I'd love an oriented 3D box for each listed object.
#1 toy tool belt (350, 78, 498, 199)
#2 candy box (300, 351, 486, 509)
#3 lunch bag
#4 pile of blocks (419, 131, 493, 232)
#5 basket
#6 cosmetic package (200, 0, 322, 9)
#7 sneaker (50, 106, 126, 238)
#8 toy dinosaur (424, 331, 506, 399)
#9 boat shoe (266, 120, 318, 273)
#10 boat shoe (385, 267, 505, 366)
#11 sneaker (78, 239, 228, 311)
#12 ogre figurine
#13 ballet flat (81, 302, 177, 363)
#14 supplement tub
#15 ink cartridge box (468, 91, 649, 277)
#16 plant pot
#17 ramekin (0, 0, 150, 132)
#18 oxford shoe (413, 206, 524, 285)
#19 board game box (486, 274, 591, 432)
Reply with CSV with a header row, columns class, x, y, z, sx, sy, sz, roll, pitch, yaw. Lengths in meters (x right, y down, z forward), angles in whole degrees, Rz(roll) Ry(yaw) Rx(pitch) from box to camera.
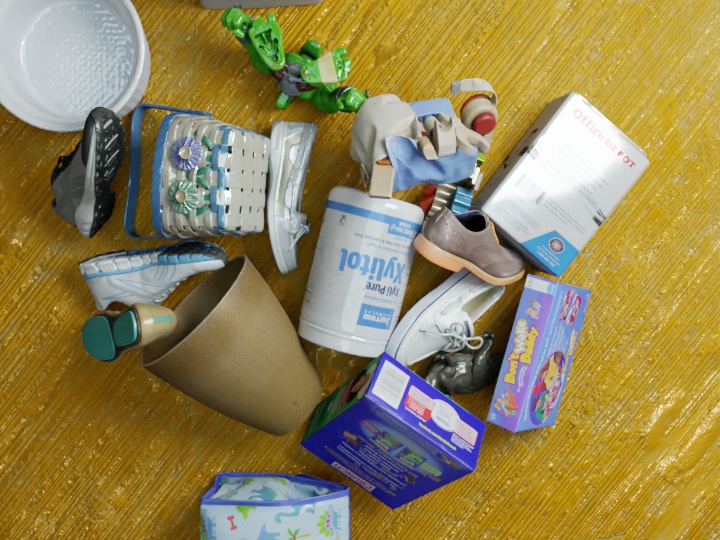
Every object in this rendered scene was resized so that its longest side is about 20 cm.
class,x,y,z,sx,sy,sz,roll,pitch,yaw
toy tool belt,0.091,-0.146,0.848,0.197,0.126,0.124,-13,53,-9
candy box,0.037,0.217,0.910,0.168,0.200,0.077,36,47,-8
lunch bag,-0.110,0.373,0.944,0.197,0.127,0.173,0,95,5
pile of blocks,0.119,-0.112,0.940,0.061,0.082,0.202,17,94,-6
basket,-0.221,-0.124,0.892,0.198,0.139,0.179,6,95,29
cosmetic package,-0.129,-0.425,0.831,0.163,0.200,0.167,-4,96,-4
sneaker,-0.345,-0.122,0.860,0.079,0.074,0.201,28,134,-7
toy dinosaur,0.146,0.139,0.980,0.198,0.077,0.103,-18,117,-19
boat shoe,-0.090,-0.098,0.930,0.064,0.074,0.205,1,88,-1
boat shoe,0.124,0.073,0.923,0.201,0.086,0.075,-38,141,-27
sneaker,-0.270,0.012,0.930,0.197,0.075,0.088,-8,104,7
ogre figurine,-0.083,-0.258,0.891,0.197,0.120,0.099,12,90,-7
ballet flat,-0.298,0.081,0.895,0.063,0.199,0.070,-8,88,-41
supplement tub,0.000,0.000,0.917,0.130,0.132,0.203,13,94,-6
ink cartridge box,0.268,-0.116,0.951,0.146,0.084,0.201,39,90,-7
plant pot,-0.149,0.117,0.904,0.186,0.186,0.200,-42,109,0
ramekin,-0.363,-0.274,0.877,0.198,0.098,0.203,-1,96,-5
oxford shoe,0.161,-0.033,0.909,0.199,0.071,0.073,11,117,-42
board game box,0.247,0.113,0.949,0.044,0.134,0.203,18,94,37
